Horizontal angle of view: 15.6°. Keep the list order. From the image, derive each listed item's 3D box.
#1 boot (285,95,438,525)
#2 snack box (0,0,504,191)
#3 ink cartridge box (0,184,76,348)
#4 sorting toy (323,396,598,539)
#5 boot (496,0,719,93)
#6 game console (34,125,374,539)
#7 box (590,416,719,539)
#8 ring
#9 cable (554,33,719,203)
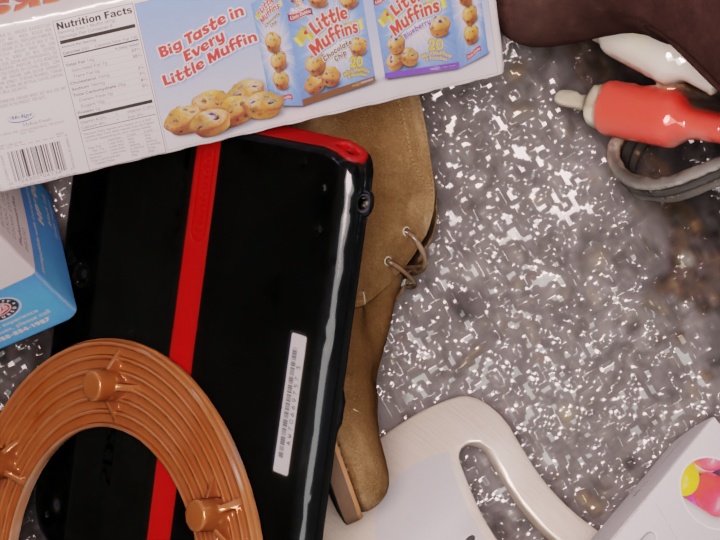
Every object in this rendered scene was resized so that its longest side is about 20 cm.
[{"bbox_3d":[0.000,0.000,1.064,0.075,0.074,0.201,-7,81,-5],"label":"boot"},{"bbox_3d":[-0.047,-0.086,0.989,0.199,0.024,0.072,-13,126,-4],"label":"snack box"},{"bbox_3d":[-0.208,-0.031,1.020,0.115,0.200,0.067,-22,56,11],"label":"ink cartridge box"},{"bbox_3d":[0.026,0.154,1.086,0.200,0.107,0.180,44,79,-1],"label":"sorting toy"},{"bbox_3d":[0.145,-0.081,0.966,0.199,0.072,0.167,-18,57,16],"label":"boot"},{"bbox_3d":[-0.064,0.038,1.048,0.176,0.031,0.201,15,100,46],"label":"game console"},{"bbox_3d":[0.160,0.183,1.048,0.200,0.041,0.156,46,58,-2],"label":"box"},{"bbox_3d":[-0.107,0.128,1.055,0.200,0.019,0.201,-1,88,48],"label":"ring"},{"bbox_3d":[0.158,-0.061,1.018,0.200,0.050,0.098,24,95,43],"label":"cable"}]
